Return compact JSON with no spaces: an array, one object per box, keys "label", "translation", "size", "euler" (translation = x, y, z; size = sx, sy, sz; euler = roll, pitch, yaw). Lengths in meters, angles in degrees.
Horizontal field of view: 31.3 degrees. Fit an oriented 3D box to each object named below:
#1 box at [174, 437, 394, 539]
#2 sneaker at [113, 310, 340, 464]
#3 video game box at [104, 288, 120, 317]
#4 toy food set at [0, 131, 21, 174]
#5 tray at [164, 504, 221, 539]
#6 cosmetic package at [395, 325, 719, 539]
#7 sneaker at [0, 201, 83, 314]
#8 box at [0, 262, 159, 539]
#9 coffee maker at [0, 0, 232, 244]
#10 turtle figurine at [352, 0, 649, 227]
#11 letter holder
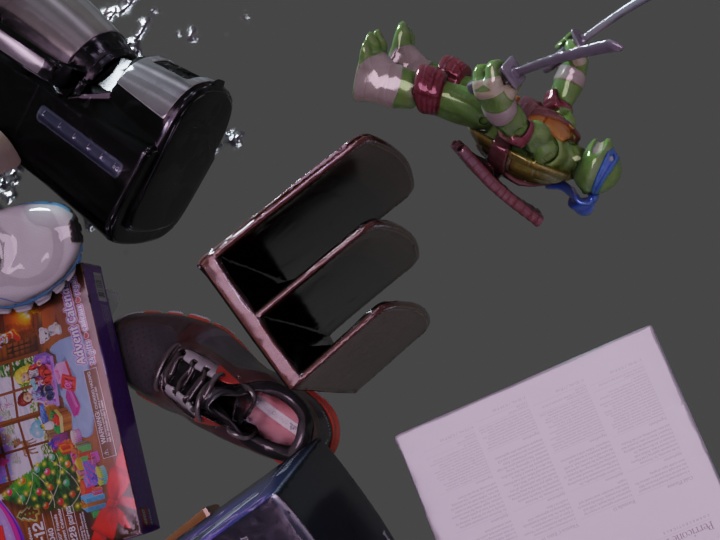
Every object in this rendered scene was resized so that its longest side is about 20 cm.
[{"label":"box","translation":[-0.085,0.220,0.843],"size":[0.199,0.148,0.105],"euler":[-37,89,10]},{"label":"sneaker","translation":[-0.108,0.082,0.943],"size":[0.198,0.082,0.078],"euler":[22,89,12]},{"label":"video game box","translation":[-0.307,0.077,1.004],"size":[0.197,0.047,0.185],"euler":[15,86,12]},{"label":"toy food set","translation":[-0.354,-0.044,0.917],"size":[0.198,0.143,0.061],"euler":[-10,104,37]},{"label":"tray","translation":[-0.158,0.277,0.958],"size":[0.199,0.037,0.099],"euler":[-39,79,6]},{"label":"cosmetic package","translation":[0.144,0.149,0.902],"size":[0.198,0.052,0.152],"euler":[-24,78,8]},{"label":"sneaker","translation":[-0.291,-0.002,0.900],"size":[0.197,0.087,0.076],"euler":[-16,80,12]},{"label":"box","translation":[-0.237,0.110,0.943],"size":[0.135,0.039,0.203],"euler":[-16,82,10]},{"label":"coffee maker","translation":[-0.218,-0.108,0.975],"size":[0.199,0.134,0.193],"euler":[37,127,13]},{"label":"turtle figurine","translation":[0.104,-0.146,0.896],"size":[0.192,0.201,0.145],"euler":[20,54,17]},{"label":"letter holder","translation":[0.000,0.000,0.870],"size":[0.142,0.200,0.101],"euler":[-39,79,5]}]
